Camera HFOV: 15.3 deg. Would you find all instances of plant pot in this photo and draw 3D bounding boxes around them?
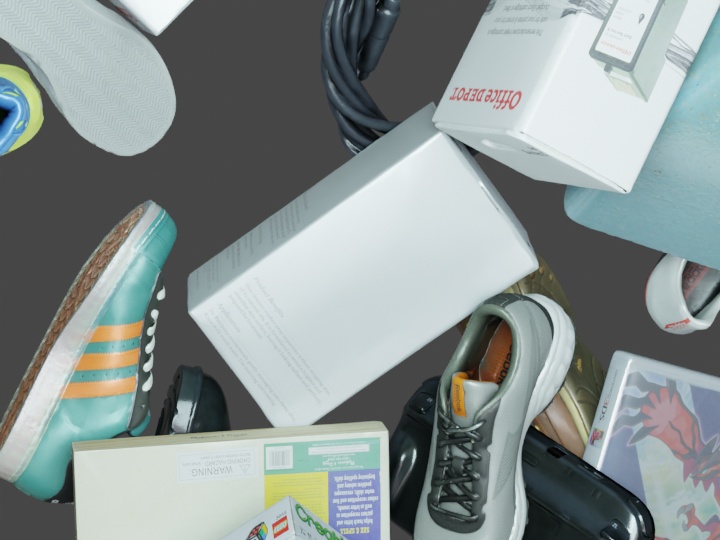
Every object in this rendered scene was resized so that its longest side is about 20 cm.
[{"bbox_3d":[0.261,-0.123,1.641,0.194,0.200,0.198,18,67,-6],"label":"plant pot"}]

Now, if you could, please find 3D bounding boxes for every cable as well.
[{"bbox_3d":[0.051,-0.153,1.697,0.163,0.051,0.200,31,102,-42],"label":"cable"}]

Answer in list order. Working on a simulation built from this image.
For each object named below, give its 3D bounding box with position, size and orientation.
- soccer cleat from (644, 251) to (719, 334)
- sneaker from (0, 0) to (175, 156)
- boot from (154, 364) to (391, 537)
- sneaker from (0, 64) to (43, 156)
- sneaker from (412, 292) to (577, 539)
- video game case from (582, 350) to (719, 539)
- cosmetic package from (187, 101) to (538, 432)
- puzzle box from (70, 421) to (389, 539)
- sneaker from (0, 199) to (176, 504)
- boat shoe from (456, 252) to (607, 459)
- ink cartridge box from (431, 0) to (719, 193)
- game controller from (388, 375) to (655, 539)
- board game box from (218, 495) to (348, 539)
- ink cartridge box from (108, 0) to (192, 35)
[{"bbox_3d":[0.253,-0.045,1.753,0.068,0.085,0.201,33,89,-11],"label":"soccer cleat"},{"bbox_3d":[-0.194,-0.161,1.671,0.074,0.116,0.200,-40,137,1],"label":"sneaker"},{"bbox_3d":[-0.061,0.167,1.724,0.161,0.073,0.200,10,100,-8],"label":"boot"},{"bbox_3d":[-0.289,-0.077,1.646,0.199,0.105,0.076,-25,98,-7],"label":"sneaker"},{"bbox_3d":[0.068,0.107,1.658,0.074,0.079,0.202,14,88,32],"label":"sneaker"},{"bbox_3d":[0.219,0.161,1.760,0.199,0.023,0.184,15,92,-33],"label":"video game case"},{"bbox_3d":[0.000,0.000,1.692,0.199,0.081,0.113,-34,106,5],"label":"cosmetic package"},{"bbox_3d":[-0.079,0.167,1.673,0.198,0.025,0.134,-3,102,-10],"label":"puzzle box"},{"bbox_3d":[-0.158,0.055,1.702,0.080,0.071,0.201,28,95,-15],"label":"sneaker"},{"bbox_3d":[0.122,0.083,1.757,0.067,0.072,0.201,-19,109,26],"label":"boat shoe"},{"bbox_3d":[0.140,-0.154,1.584,0.084,0.145,0.201,27,86,-19],"label":"ink cartridge box"},{"bbox_3d":[0.093,0.151,1.709,0.042,0.199,0.105,1,117,-53],"label":"game controller"},{"bbox_3d":[-0.030,0.225,1.654,0.126,0.035,0.200,-33,131,19],"label":"board game box"},{"bbox_3d":[-0.171,-0.241,1.631,0.086,0.146,0.200,-45,100,-2],"label":"ink cartridge box"}]
